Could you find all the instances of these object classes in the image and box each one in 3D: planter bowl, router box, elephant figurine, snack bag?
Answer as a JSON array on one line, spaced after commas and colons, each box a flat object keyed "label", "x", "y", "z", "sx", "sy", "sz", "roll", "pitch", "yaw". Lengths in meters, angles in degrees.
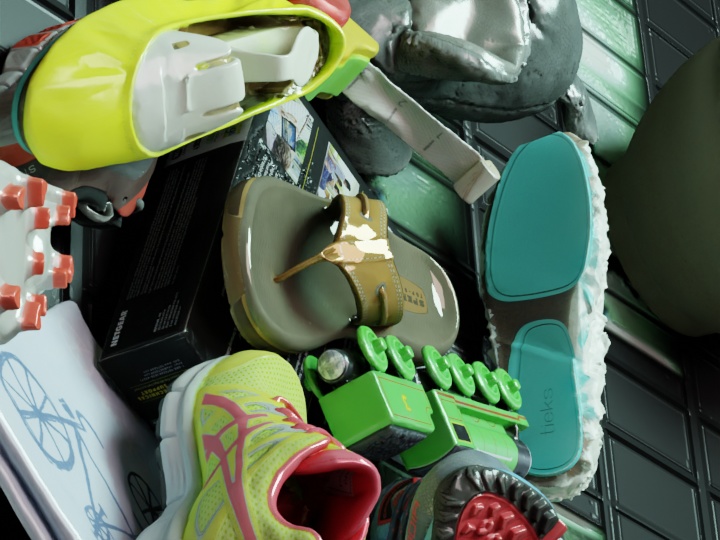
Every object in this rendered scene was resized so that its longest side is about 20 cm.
[{"label": "planter bowl", "x": 0.230, "y": -0.039, "z": 1.636, "sx": 0.200, "sy": 0.135, "sz": 0.200, "roll": 35, "pitch": 40, "yaw": -36}, {"label": "router box", "x": -0.040, "y": 0.019, "z": 1.266, "sx": 0.149, "sy": 0.051, "sz": 0.200, "roll": 54, "pitch": 31, "yaw": -30}, {"label": "elephant figurine", "x": 0.021, "y": -0.120, "z": 1.433, "sx": 0.200, "sy": 0.155, "sz": 0.142, "roll": -34, "pitch": 139, "yaw": -48}, {"label": "snack bag", "x": -0.099, "y": 0.099, "z": 1.115, "sx": 0.189, "sy": 0.021, "sz": 0.200, "roll": 59, "pitch": 9, "yaw": -3}]

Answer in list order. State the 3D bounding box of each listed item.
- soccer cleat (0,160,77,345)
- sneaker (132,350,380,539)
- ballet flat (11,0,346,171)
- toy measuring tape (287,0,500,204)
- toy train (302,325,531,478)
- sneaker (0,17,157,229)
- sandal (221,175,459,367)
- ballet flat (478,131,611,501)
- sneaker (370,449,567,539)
[{"label": "soccer cleat", "x": -0.154, "y": -0.009, "z": 1.046, "sx": 0.200, "sy": 0.077, "sz": 0.069, "roll": -105, "pitch": -162, "yaw": -88}, {"label": "sneaker", "x": -0.030, "y": 0.089, "z": 1.085, "sx": 0.078, "sy": 0.090, "sz": 0.200, "roll": 58, "pitch": 17, "yaw": -24}, {"label": "ballet flat", "x": -0.069, "y": -0.086, "z": 1.180, "sx": 0.200, "sy": 0.067, "sz": 0.067, "roll": -26, "pitch": 120, "yaw": -59}, {"label": "toy measuring tape", "x": -0.012, "y": -0.091, "z": 1.343, "sx": 0.200, "sy": 0.074, "sz": 0.074, "roll": 41, "pitch": 37, "yaw": -15}, {"label": "toy train", "x": 0.033, "y": 0.067, "z": 1.263, "sx": 0.200, "sy": 0.042, "sz": 0.056, "roll": 21, "pitch": 43, "yaw": -63}, {"label": "sneaker", "x": -0.122, "y": -0.062, "z": 1.229, "sx": 0.200, "sy": 0.077, "sz": 0.082, "roll": -42, "pitch": 122, "yaw": -53}, {"label": "sandal", "x": 0.000, "y": 0.000, "z": 1.232, "sx": 0.200, "sy": 0.054, "sz": 0.080, "roll": 17, "pitch": 60, "yaw": -57}, {"label": "ballet flat", "x": 0.099, "y": 0.029, "z": 1.454, "sx": 0.072, "sy": 0.072, "sz": 0.200, "roll": 24, "pitch": 63, "yaw": -45}, {"label": "sneaker", "x": 0.033, "y": 0.127, "z": 1.211, "sx": 0.096, "sy": 0.079, "sz": 0.200, "roll": 44, "pitch": -18, "yaw": 26}]
